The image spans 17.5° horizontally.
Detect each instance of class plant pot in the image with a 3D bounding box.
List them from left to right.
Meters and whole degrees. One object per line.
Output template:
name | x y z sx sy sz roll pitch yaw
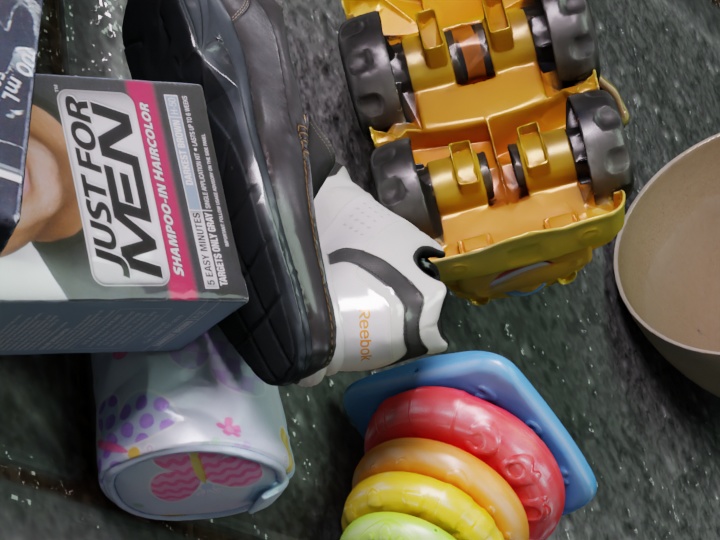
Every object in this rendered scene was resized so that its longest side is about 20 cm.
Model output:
plant pot | 0.282 0.017 1.542 0.135 0.199 0.201 59 27 -43

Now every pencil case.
pencil case | -0.079 0.011 1.050 0.090 0.083 0.201 16 56 -33

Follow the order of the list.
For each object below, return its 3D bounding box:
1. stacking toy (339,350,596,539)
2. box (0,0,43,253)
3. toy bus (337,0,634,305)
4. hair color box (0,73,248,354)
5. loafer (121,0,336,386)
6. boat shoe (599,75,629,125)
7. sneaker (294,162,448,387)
stacking toy | 0.025 0.144 1.127 0.110 0.116 0.200 54 43 -24
box | -0.216 -0.086 0.785 0.195 0.124 0.201 16 52 -22
toy bus | 0.074 -0.050 1.283 0.192 0.135 0.201 76 1 -54
hair color box | -0.149 -0.022 0.923 0.199 0.061 0.100 0 68 -37
loafer | -0.040 -0.046 1.006 0.072 0.073 0.201 -3 66 -33
boat shoe | 0.093 -0.145 1.452 0.200 0.068 0.072 41 40 -36
sneaker | 0.000 0.000 1.137 0.200 0.079 0.074 -101 -174 -65
